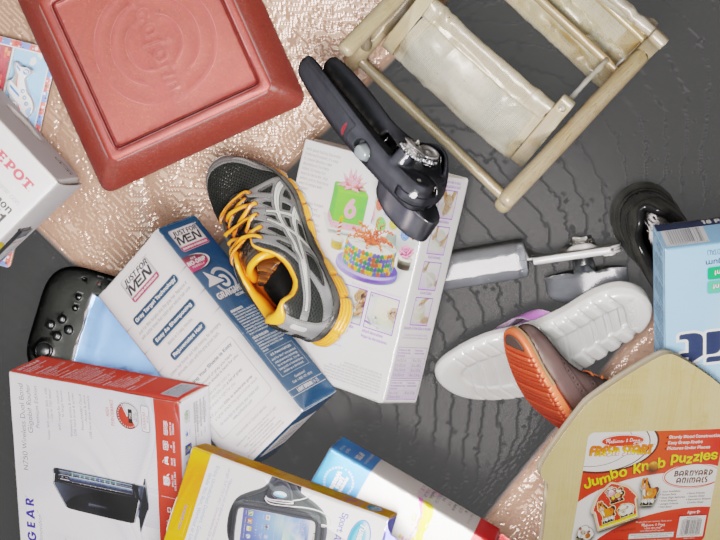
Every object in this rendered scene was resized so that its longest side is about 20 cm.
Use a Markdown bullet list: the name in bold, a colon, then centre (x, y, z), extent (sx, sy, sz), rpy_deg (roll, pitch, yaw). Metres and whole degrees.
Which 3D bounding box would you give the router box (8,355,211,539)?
- **router box**: centre (-0.214, 0.187, 1.704), extent (0.179, 0.049, 0.201), rpy_deg (7, 108, 28)

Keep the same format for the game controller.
- **game controller**: centre (-0.194, 0.067, 1.749), extent (0.199, 0.042, 0.105), rpy_deg (16, 95, 3)

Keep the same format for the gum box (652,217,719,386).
- **gum box**: centre (0.331, 0.048, 1.636), extent (0.169, 0.045, 0.201), rpy_deg (-7, 122, -2)

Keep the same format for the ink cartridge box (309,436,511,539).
- **ink cartridge box**: centre (0.037, 0.242, 1.645), extent (0.199, 0.067, 0.117), rpy_deg (30, 96, 6)

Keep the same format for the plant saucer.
- **plant saucer**: centre (-0.178, -0.198, 1.725), extent (0.199, 0.037, 0.200), rpy_deg (-24, 92, 2)

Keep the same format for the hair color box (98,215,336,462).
- **hair color box**: centre (-0.123, 0.062, 1.680), extent (0.200, 0.060, 0.100), rpy_deg (51, 123, 9)

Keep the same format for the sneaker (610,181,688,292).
- **sneaker**: centre (0.282, 0.018, 1.680), extent (0.076, 0.091, 0.200), rpy_deg (-38, 95, 7)

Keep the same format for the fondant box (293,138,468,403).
- **fondant box**: centre (0.000, 0.000, 1.688), extent (0.144, 0.058, 0.201), rpy_deg (17, 98, 35)

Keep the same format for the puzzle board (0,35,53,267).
- **puzzle board**: centre (-0.365, -0.117, 1.762), extent (0.150, 0.017, 0.201), rpy_deg (14, 95, 3)

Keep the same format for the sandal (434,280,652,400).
- **sandal**: centre (0.161, 0.058, 1.712), extent (0.202, 0.050, 0.083), rpy_deg (-21, 128, 19)

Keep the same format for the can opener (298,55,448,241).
- **can opener**: centre (0.005, -0.112, 1.618), extent (0.200, 0.063, 0.079), rpy_deg (53, 122, 30)

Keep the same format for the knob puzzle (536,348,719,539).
- **knob puzzle**: centre (0.238, 0.155, 1.646), extent (0.219, 0.030, 0.221), rpy_deg (-6, 114, -14)

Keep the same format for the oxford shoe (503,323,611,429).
- **oxford shoe**: centre (0.194, 0.109, 1.693), extent (0.073, 0.071, 0.200), rpy_deg (-43, 116, -10)

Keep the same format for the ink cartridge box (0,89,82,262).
- **ink cartridge box**: centre (-0.369, -0.061, 1.717), extent (0.200, 0.086, 0.148), rpy_deg (-44, 89, 8)

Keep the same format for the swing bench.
- **swing bench**: centre (0.120, -0.189, 1.664), extent (0.199, 0.130, 0.200), rpy_deg (43, 91, 1)

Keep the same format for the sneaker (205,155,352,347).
- **sneaker**: centre (-0.081, -0.023, 1.666), extent (0.078, 0.077, 0.200), rpy_deg (-49, 59, 25)

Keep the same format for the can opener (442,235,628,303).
- **can opener**: centre (0.133, 0.008, 1.711), extent (0.199, 0.053, 0.067), rpy_deg (-10, 94, 7)

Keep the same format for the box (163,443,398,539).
- **box**: centre (-0.060, 0.230, 1.605), extent (0.199, 0.041, 0.120), rpy_deg (19, 94, 10)
